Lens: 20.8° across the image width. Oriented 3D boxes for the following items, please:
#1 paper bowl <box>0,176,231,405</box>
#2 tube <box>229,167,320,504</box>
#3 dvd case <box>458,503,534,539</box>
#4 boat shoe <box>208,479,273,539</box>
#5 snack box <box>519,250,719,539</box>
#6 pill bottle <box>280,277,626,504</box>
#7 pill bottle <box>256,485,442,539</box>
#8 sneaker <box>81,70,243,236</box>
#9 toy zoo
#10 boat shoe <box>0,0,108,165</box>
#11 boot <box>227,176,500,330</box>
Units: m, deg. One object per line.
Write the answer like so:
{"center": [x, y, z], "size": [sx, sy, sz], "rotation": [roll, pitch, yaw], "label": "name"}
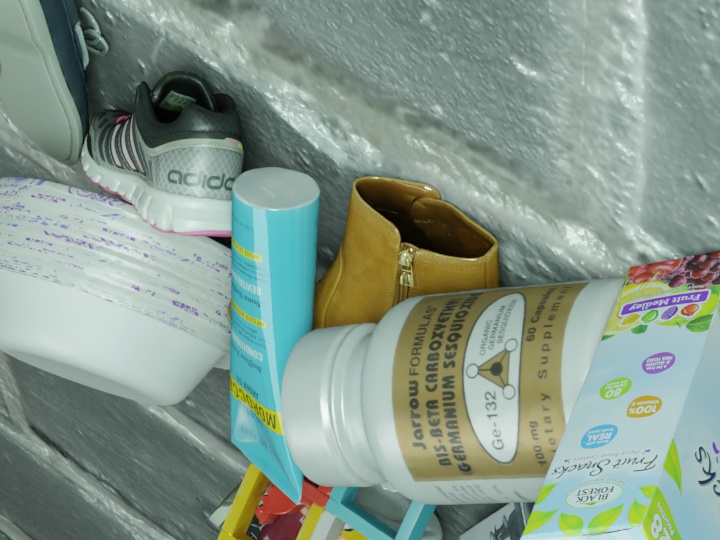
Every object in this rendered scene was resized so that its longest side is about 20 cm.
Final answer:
{"center": [-0.168, 0.022, 1.302], "size": [0.199, 0.105, 0.201], "rotation": [17, 169, 3], "label": "paper bowl"}
{"center": [-0.053, 0.038, 1.165], "size": [0.077, 0.050, 0.201], "rotation": [43, 138, 47], "label": "tube"}
{"center": [0.103, 0.227, 1.239], "size": [0.200, 0.025, 0.152], "rotation": [116, 144, -75], "label": "dvd case"}
{"center": [-0.060, 0.181, 1.482], "size": [0.066, 0.075, 0.199], "rotation": [44, 153, -2], "label": "boat shoe"}
{"center": [0.163, 0.118, 0.945], "size": [0.067, 0.200, 0.169], "rotation": [-11, 123, 33], "label": "snack box"}
{"center": [0.062, 0.068, 1.055], "size": [0.199, 0.115, 0.115], "rotation": [-6, 126, 32], "label": "pill bottle"}
{"center": [-0.037, 0.238, 1.369], "size": [0.114, 0.201, 0.114], "rotation": [28, -167, -7], "label": "pill bottle"}
{"center": [-0.118, -0.083, 1.216], "size": [0.200, 0.073, 0.088], "rotation": [-144, 65, -63], "label": "sneaker"}
{"center": [-0.017, 0.150, 1.285], "size": [0.131, 0.201, 0.020], "rotation": [30, -169, 28], "label": "toy zoo"}
{"center": [-0.205, -0.146, 1.258], "size": [0.074, 0.062, 0.201], "rotation": [19, 150, 22], "label": "boat shoe"}
{"center": [0.000, 0.001, 1.167], "size": [0.200, 0.071, 0.145], "rotation": [18, 137, 26], "label": "boot"}
